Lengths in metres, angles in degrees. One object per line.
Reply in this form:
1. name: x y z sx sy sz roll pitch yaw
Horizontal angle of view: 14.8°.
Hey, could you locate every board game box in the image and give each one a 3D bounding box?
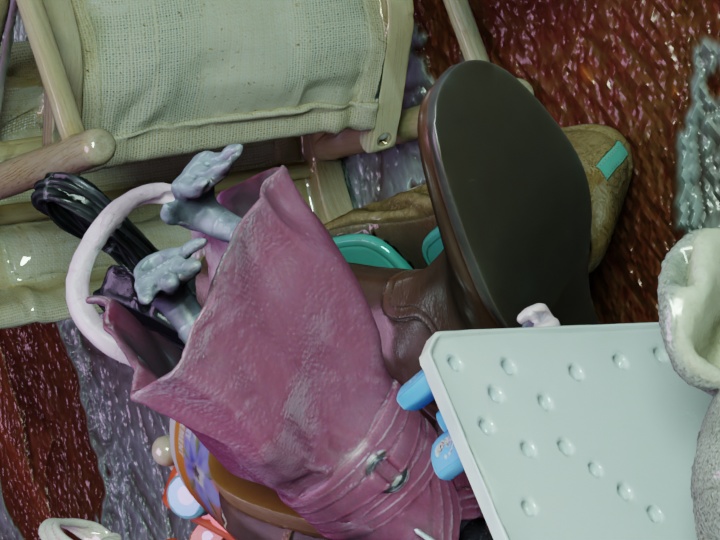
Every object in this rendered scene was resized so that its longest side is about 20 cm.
1. board game box: 0.120 0.108 0.855 0.026 0.200 0.200 -43 60 40

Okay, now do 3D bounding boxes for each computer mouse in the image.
1. computer mouse: -0.084 -0.002 1.099 0.059 0.034 0.200 26 167 17

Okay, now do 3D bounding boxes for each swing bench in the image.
1. swing bench: -0.069 -0.073 1.165 0.200 0.199 0.130 -46 59 58

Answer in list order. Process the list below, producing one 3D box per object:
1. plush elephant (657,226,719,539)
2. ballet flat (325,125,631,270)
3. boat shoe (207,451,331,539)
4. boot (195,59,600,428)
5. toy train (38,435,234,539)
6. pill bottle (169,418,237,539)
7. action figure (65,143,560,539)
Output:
1. plush elephant: 0.165 0.052 0.795 0.200 0.155 0.165 -32 70 61
2. ballet flat: 0.038 -0.014 1.097 0.068 0.072 0.200 51 143 -9
3. boat shoe: 0.033 0.108 1.028 0.200 0.070 0.070 22 144 36
4. boot: 0.000 0.000 1.026 0.200 0.064 0.186 7 132 43
5. toy train: -0.065 0.140 1.259 0.150 0.200 0.056 25 106 17
6. pill bottle: 0.008 0.095 1.171 0.200 0.112 0.112 36 130 54
7. action figure: -0.010 0.064 0.928 0.200 0.134 0.149 50 149 -20
